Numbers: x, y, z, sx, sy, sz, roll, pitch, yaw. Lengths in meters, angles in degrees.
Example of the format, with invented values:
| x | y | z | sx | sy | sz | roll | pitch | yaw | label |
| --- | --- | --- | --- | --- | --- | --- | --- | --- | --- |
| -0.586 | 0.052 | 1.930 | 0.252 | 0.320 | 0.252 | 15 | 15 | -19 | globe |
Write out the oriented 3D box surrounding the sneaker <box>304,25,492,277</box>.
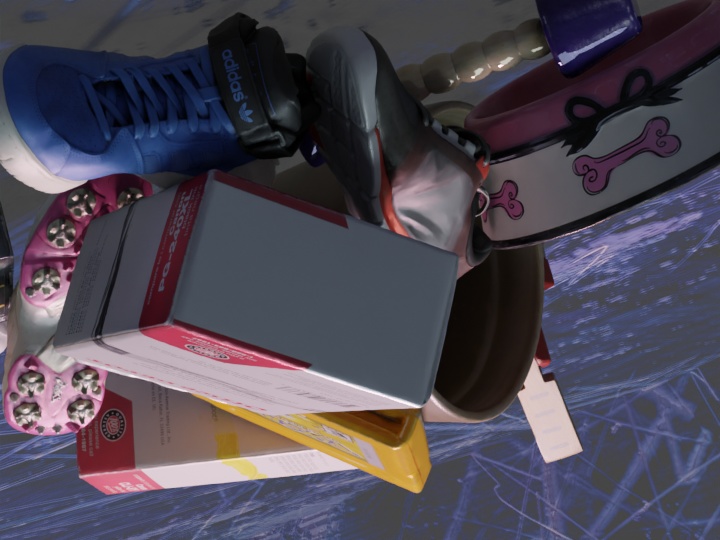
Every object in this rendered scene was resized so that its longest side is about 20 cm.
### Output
| x | y | z | sx | sy | sz | roll | pitch | yaw | label |
| --- | --- | --- | --- | --- | --- | --- | --- | --- | --- |
| 0.027 | -0.064 | 1.044 | 0.081 | 0.077 | 0.201 | -31 | 141 | -11 | sneaker |

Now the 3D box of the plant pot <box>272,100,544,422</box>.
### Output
| x | y | z | sx | sy | sz | roll | pitch | yaw | label |
| --- | --- | --- | --- | --- | --- | --- | --- | --- | --- |
| 0.000 | 0.000 | 1.253 | 0.172 | 0.202 | 0.199 | -5 | 177 | 34 | plant pot |

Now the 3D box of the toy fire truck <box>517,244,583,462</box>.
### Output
| x | y | z | sx | sy | sz | roll | pitch | yaw | label |
| --- | --- | --- | --- | --- | --- | --- | --- | --- | --- |
| 0.093 | 0.069 | 1.611 | 0.175 | 0.202 | 0.128 | -23 | 167 | 28 | toy fire truck |

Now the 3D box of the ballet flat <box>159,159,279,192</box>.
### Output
| x | y | z | sx | sy | sz | roll | pitch | yaw | label |
| --- | --- | --- | --- | --- | --- | --- | --- | --- | --- |
| -0.076 | -0.051 | 1.143 | 0.071 | 0.072 | 0.200 | -14 | 168 | -14 | ballet flat |

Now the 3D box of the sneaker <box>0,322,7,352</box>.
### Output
| x | y | z | sx | sy | sz | roll | pitch | yaw | label |
| --- | --- | --- | --- | --- | --- | --- | --- | --- | --- |
| -0.312 | 0.092 | 1.314 | 0.079 | 0.131 | 0.198 | -23 | 167 | 35 | sneaker |

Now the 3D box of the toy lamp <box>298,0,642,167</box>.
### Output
| x | y | z | sx | sy | sz | roll | pitch | yaw | label |
| --- | --- | --- | --- | --- | --- | --- | --- | --- | --- |
| 0.056 | -0.114 | 1.066 | 0.198 | 0.059 | 0.058 | -18 | 169 | 13 | toy lamp |

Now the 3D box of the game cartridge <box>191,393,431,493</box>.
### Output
| x | y | z | sx | sy | sz | roll | pitch | yaw | label |
| --- | --- | --- | --- | --- | --- | --- | --- | --- | --- |
| -0.041 | 0.086 | 1.235 | 0.175 | 0.033 | 0.200 | 22 | 167 | 10 | game cartridge |

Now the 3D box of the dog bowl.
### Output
| x | y | z | sx | sy | sz | roll | pitch | yaw | label |
| --- | --- | --- | --- | --- | --- | --- | --- | --- | --- |
| 0.147 | -0.090 | 1.119 | 0.199 | 0.074 | 0.200 | -25 | -170 | 5 | dog bowl |

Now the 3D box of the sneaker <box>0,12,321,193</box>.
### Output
| x | y | z | sx | sy | sz | roll | pitch | yaw | label |
| --- | --- | --- | --- | --- | --- | --- | --- | --- | --- |
| -0.091 | -0.085 | 0.934 | 0.110 | 0.077 | 0.200 | -21 | 168 | 23 | sneaker |

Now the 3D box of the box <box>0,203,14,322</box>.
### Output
| x | y | z | sx | sy | sz | roll | pitch | yaw | label |
| --- | --- | --- | --- | --- | --- | --- | --- | --- | --- |
| -0.310 | 0.017 | 1.171 | 0.198 | 0.050 | 0.161 | -14 | 169 | -13 | box |

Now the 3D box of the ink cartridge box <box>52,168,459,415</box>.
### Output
| x | y | z | sx | sy | sz | roll | pitch | yaw | label |
| --- | --- | --- | --- | --- | --- | --- | --- | --- | --- |
| -0.061 | 0.018 | 1.026 | 0.144 | 0.084 | 0.200 | 18 | 168 | -23 | ink cartridge box |

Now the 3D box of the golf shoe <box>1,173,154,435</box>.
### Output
| x | y | z | sx | sy | sz | roll | pitch | yaw | label |
| --- | --- | --- | --- | --- | --- | --- | --- | --- | --- |
| -0.176 | 0.000 | 1.158 | 0.075 | 0.092 | 0.201 | 9 | 122 | -24 | golf shoe |

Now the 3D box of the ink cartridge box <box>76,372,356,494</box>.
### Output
| x | y | z | sx | sy | sz | roll | pitch | yaw | label |
| --- | --- | --- | --- | --- | --- | --- | --- | --- | --- |
| -0.100 | 0.076 | 1.399 | 0.198 | 0.147 | 0.083 | -6 | 161 | 7 | ink cartridge box |
